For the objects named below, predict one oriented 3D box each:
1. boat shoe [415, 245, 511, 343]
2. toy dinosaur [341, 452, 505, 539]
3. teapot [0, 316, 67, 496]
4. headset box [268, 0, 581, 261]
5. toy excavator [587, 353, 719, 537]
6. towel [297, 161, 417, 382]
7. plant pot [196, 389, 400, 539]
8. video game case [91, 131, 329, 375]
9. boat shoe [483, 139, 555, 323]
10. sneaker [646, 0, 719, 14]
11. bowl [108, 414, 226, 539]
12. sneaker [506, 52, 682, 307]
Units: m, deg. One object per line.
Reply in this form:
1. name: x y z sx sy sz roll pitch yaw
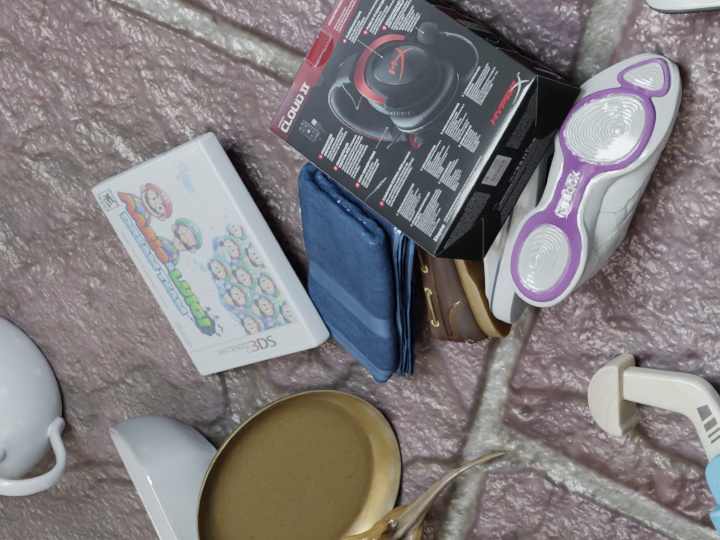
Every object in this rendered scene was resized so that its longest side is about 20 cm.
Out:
1. boat shoe: 0.060 -0.032 1.315 0.070 0.070 0.201 -5 112 30
2. toy dinosaur: 0.039 0.223 1.468 0.060 0.106 0.200 41 136 12
3. teapot: -0.397 0.144 1.640 0.199 0.146 0.198 -26 102 37
4. headset box: 0.037 -0.123 1.220 0.200 0.075 0.149 38 107 29
5. toy excavator: 0.291 0.137 1.272 0.194 0.100 0.201 -25 89 36
6. towel: 0.000 0.000 1.342 0.112 0.048 0.201 42 156 28
7. plant pot: -0.056 0.192 1.455 0.027 0.199 0.201 35 138 54
8. video game case: -0.133 -0.009 1.449 0.182 0.024 0.201 -17 107 50
9. boat shoe: 0.109 -0.058 1.272 0.065 0.072 0.201 17 122 24
10. sneaker: 0.267 -0.231 1.076 0.199 0.076 0.116 0 118 33
11. bowl: -0.151 0.223 1.542 0.201 0.074 0.200 66 166 -14
12. sneaker: 0.174 -0.069 1.231 0.075 0.099 0.201 34 106 19
